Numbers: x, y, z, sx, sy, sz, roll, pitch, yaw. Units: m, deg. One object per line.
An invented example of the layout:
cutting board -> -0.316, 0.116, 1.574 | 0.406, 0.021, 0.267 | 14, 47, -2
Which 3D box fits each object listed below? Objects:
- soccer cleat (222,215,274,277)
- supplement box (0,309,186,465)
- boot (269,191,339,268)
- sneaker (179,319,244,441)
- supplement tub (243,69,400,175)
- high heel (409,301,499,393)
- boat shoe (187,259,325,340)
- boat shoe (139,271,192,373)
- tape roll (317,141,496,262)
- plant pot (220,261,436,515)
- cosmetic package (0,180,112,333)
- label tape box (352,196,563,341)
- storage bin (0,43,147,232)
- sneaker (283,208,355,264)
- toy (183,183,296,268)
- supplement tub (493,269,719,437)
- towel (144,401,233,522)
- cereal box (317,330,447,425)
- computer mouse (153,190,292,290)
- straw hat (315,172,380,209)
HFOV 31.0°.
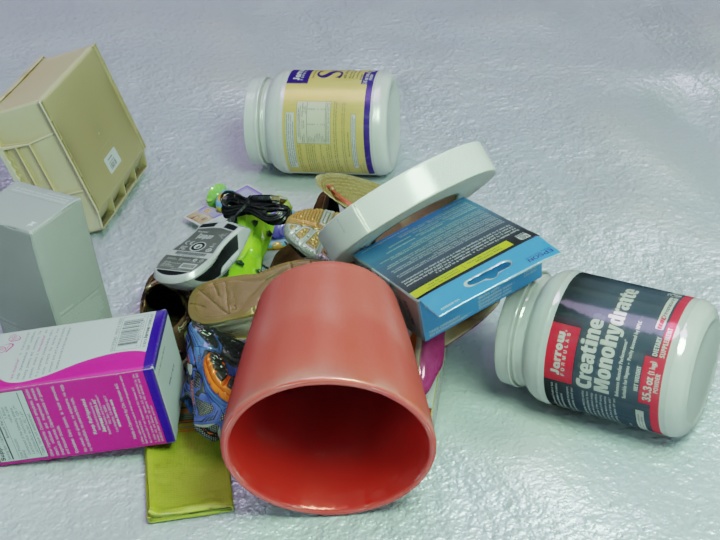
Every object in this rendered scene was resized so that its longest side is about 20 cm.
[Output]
soccer cleat -> -0.157, -0.002, 1.576 | 0.081, 0.067, 0.200 | -29, 30, 37
supplement box -> -0.290, 0.120, 1.329 | 0.199, 0.104, 0.101 | -7, 33, 6
boot -> -0.067, -0.035, 1.601 | 0.075, 0.074, 0.200 | -6, 37, 16
sneaker -> -0.158, 0.111, 1.347 | 0.075, 0.079, 0.200 | 29, 9, -16
supplement tub -> -0.051, -0.207, 1.808 | 0.199, 0.146, 0.146 | 2, 32, 10
high heel -> 0.099, 0.071, 1.365 | 0.096, 0.068, 0.200 | 20, 33, -6
boat shoe -> -0.088, 0.038, 1.443 | 0.199, 0.069, 0.074 | -5, 62, 8
boat shoe -> -0.220, 0.041, 1.494 | 0.074, 0.075, 0.203 | -9, 32, -7
tape roll -> 0.049, -0.069, 1.368 | 0.202, 0.037, 0.203 | -29, -5, -3
plant pot -> -0.031, 0.102, 1.221 | 0.200, 0.201, 0.178 | -4, 44, 1
cosmetic package -> -0.350, 0.011, 1.438 | 0.107, 0.201, 0.090 | 17, 37, 29
label tape box -> 0.099, 0.005, 1.300 | 0.143, 0.066, 0.200 | -28, 28, -14
storage bin -> -0.391, -0.176, 1.758 | 0.093, 0.199, 0.200 | -13, 28, 19
sneaker -> 0.000, 0.000, 1.485 | 0.199, 0.088, 0.076 | 24, 55, 1
toy -> -0.130, -0.072, 1.691 | 0.115, 0.047, 0.200 | -31, 40, -33
supplement tub -> 0.250, 0.079, 1.311 | 0.199, 0.141, 0.140 | 13, 36, 26
towel -> -0.177, 0.179, 1.319 | 0.086, 0.018, 0.200 | -8, 32, -5
cereal box -> 0.015, 0.114, 1.379 | 0.143, 0.040, 0.200 | 3, 33, 10
computer mouse -> -0.166, -0.028, 1.504 | 0.109, 0.044, 0.200 | 7, 37, 32
straw hat -> 0.016, -0.042, 1.577 | 0.200, 0.085, 0.201 | 22, 15, -6
